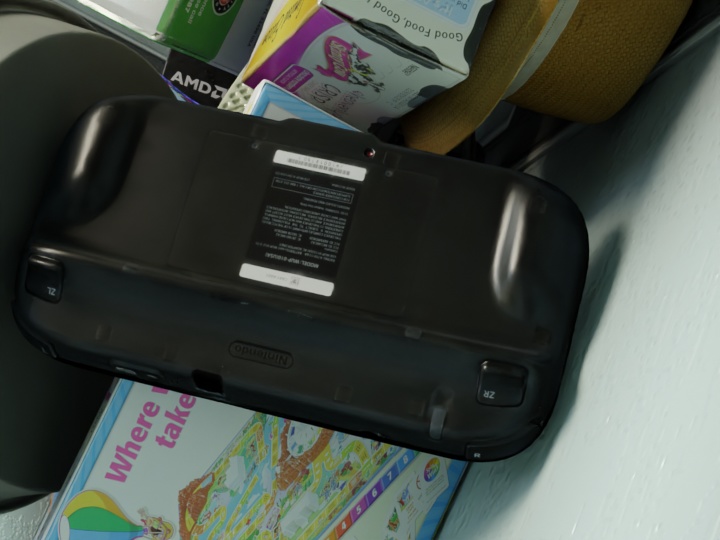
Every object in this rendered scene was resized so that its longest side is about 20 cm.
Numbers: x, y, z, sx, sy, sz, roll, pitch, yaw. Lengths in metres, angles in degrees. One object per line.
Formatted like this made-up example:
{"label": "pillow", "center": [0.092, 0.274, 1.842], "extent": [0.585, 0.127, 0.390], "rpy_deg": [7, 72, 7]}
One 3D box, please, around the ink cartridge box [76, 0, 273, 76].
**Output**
{"label": "ink cartridge box", "center": [-0.045, -0.168, 0.825], "extent": [0.148, 0.083, 0.200], "rpy_deg": [-64, -25, 4]}

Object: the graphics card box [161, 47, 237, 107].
{"label": "graphics card box", "center": [-0.060, -0.207, 0.996], "extent": [0.126, 0.050, 0.201], "rpy_deg": [-75, 6, -58]}

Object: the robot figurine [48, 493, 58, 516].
{"label": "robot figurine", "center": [-0.100, 0.141, 0.786], "extent": [0.144, 0.058, 0.202], "rpy_deg": [18, 101, 38]}

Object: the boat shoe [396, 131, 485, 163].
{"label": "boat shoe", "center": [0.007, 0.001, 0.760], "extent": [0.063, 0.073, 0.203], "rpy_deg": [69, -147, -45]}

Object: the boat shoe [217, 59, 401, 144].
{"label": "boat shoe", "center": [-0.009, -0.086, 0.764], "extent": [0.201, 0.074, 0.063], "rpy_deg": [-59, -28, -42]}

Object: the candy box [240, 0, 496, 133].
{"label": "candy box", "center": [0.028, -0.161, 0.641], "extent": [0.202, 0.060, 0.136], "rpy_deg": [-69, 13, -11]}

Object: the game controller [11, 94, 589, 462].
{"label": "game controller", "center": [-0.022, -0.002, 0.593], "extent": [0.042, 0.198, 0.105], "rpy_deg": [81, -156, -62]}

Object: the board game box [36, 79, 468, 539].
{"label": "board game box", "center": [-0.023, 0.049, 0.642], "extent": [0.202, 0.133, 0.034], "rpy_deg": [-64, 9, -5]}

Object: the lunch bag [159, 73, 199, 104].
{"label": "lunch bag", "center": [-0.127, -0.049, 0.866], "extent": [0.199, 0.150, 0.095], "rpy_deg": [-33, -30, -44]}

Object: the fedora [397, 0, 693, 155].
{"label": "fedora", "center": [0.084, -0.121, 0.671], "extent": [0.202, 0.081, 0.201], "rpy_deg": [-60, 14, 25]}

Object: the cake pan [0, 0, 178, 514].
{"label": "cake pan", "center": [-0.122, -0.004, 0.649], "extent": [0.200, 0.036, 0.203], "rpy_deg": [-17, -70, -57]}
